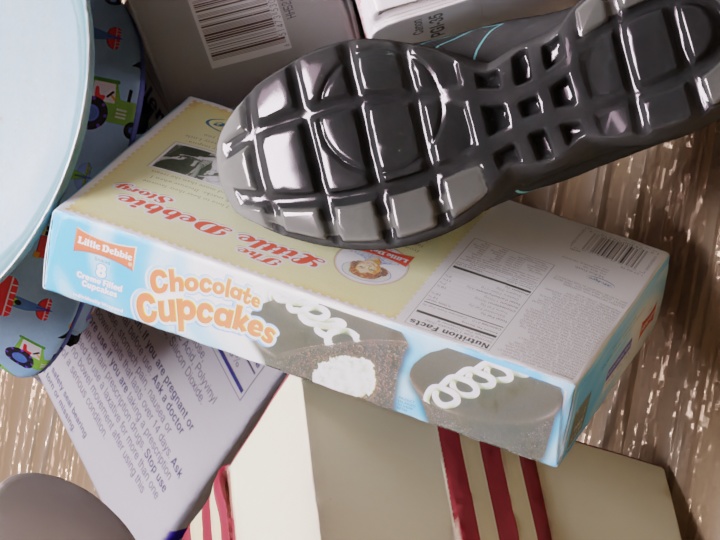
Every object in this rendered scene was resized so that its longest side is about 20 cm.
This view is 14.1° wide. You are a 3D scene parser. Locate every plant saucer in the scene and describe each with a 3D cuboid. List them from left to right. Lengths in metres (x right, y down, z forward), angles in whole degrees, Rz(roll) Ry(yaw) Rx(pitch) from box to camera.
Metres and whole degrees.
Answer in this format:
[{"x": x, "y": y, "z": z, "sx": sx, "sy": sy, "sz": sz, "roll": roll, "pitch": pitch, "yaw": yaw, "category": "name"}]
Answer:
[{"x": -0.176, "y": -0.067, "z": 1.086, "sx": 0.200, "sy": 0.027, "sz": 0.200, "roll": -5, "pitch": 80, "yaw": 30, "category": "plant saucer"}]

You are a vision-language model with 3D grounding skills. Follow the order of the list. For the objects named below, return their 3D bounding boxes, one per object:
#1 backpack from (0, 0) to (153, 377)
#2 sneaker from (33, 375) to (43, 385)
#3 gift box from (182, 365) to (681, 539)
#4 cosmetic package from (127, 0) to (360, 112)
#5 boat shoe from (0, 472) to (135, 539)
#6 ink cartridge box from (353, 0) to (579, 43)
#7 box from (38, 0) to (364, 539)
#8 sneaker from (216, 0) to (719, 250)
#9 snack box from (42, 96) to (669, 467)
[{"x": -0.170, "y": -0.057, "z": 1.178, "sx": 0.200, "sy": 0.134, "sz": 0.183, "roll": 48, "pitch": 122, "yaw": 54, "category": "backpack"}, {"x": -0.126, "y": -0.023, "z": 1.430, "sx": 0.082, "sy": 0.075, "sz": 0.200, "roll": 51, "pitch": 135, "yaw": 31, "category": "sneaker"}, {"x": 0.036, "y": 0.164, "z": 1.031, "sx": 0.187, "sy": 0.200, "sz": 0.185, "roll": -97, "pitch": 27, "yaw": -48, "category": "gift box"}, {"x": -0.065, "y": -0.171, "z": 1.146, "sx": 0.107, "sy": 0.090, "sz": 0.200, "roll": 70, "pitch": -174, "yaw": -56, "category": "cosmetic package"}, {"x": -0.121, "y": 0.164, "z": 1.056, "sx": 0.093, "sy": 0.075, "sz": 0.200, "roll": -58, "pitch": 24, "yaw": 24, "category": "boat shoe"}, {"x": 0.020, "y": -0.175, "z": 1.110, "sx": 0.147, "sy": 0.083, "sz": 0.200, "roll": 74, "pitch": 180, "yaw": -78, "category": "ink cartridge box"}, {"x": -0.051, "y": -0.004, "z": 1.235, "sx": 0.200, "sy": 0.105, "sz": 0.184, "roll": -55, "pitch": 53, "yaw": 38, "category": "box"}, {"x": 0.049, "y": -0.052, "z": 1.026, "sx": 0.079, "sy": 0.200, "sz": 0.075, "roll": 15, "pitch": -118, "yaw": -78, "category": "sneaker"}, {"x": 0.000, "y": 0.000, "z": 1.051, "sx": 0.200, "sy": 0.116, "sz": 0.037, "roll": 19, "pitch": 120, "yaw": 15, "category": "snack box"}]
